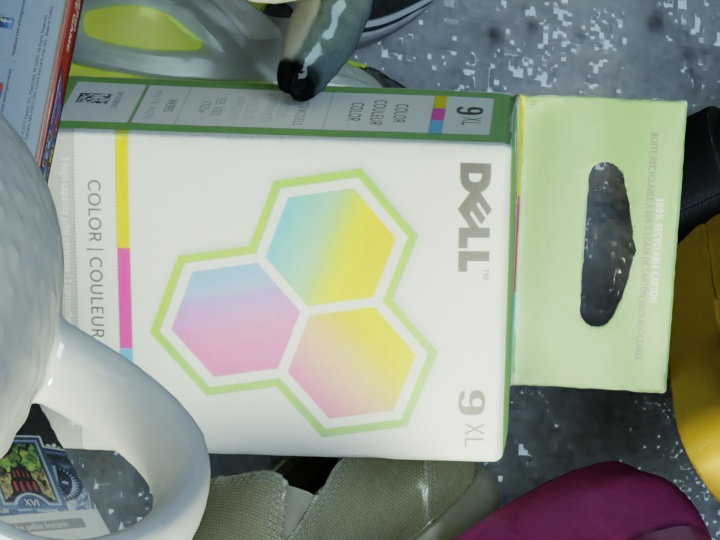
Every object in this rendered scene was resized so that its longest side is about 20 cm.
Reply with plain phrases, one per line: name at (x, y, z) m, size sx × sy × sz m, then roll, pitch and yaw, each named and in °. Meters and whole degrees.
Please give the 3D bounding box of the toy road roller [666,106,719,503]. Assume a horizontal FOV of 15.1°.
toy road roller at (0.186, 0.019, 0.931) m, size 0.146 × 0.122 × 0.201 m, roll 51°, pitch 25°, yaw -32°

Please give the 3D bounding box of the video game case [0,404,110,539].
video game case at (-0.170, 0.072, 0.754) m, size 0.199 × 0.036 × 0.182 m, roll -2°, pitch 43°, yaw -36°

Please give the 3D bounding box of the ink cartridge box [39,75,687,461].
ink cartridge box at (0.000, 0.000, 0.841) m, size 0.199 × 0.059 × 0.104 m, roll 2°, pitch 111°, yaw 3°

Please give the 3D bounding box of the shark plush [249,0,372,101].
shark plush at (0.016, -0.130, 0.839) m, size 0.091 × 0.083 × 0.200 m, roll 55°, pitch 46°, yaw -3°

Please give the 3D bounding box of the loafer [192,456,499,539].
loafer at (-0.043, 0.102, 0.870) m, size 0.200 × 0.076 × 0.069 m, roll -35°, pitch 97°, yaw -34°

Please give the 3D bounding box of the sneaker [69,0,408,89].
sneaker at (-0.018, -0.034, 0.904) m, size 0.199 × 0.075 × 0.077 m, roll 33°, pitch 82°, yaw -10°

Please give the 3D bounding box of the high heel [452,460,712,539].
high heel at (0.022, 0.105, 0.856) m, size 0.199 × 0.096 × 0.068 m, roll -1°, pitch 119°, yaw -23°

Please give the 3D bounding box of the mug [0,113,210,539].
mug at (-0.131, 0.024, 0.676) m, size 0.199 × 0.175 × 0.148 m, roll 27°, pitch 114°, yaw 11°

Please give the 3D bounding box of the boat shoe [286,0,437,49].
boat shoe at (0.046, -0.154, 0.943) m, size 0.199 × 0.068 × 0.074 m, roll -42°, pitch 101°, yaw -24°

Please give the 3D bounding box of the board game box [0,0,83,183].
board game box at (-0.133, -0.089, 0.806) m, size 0.102 × 0.019 × 0.201 m, roll 9°, pitch 79°, yaw 4°
